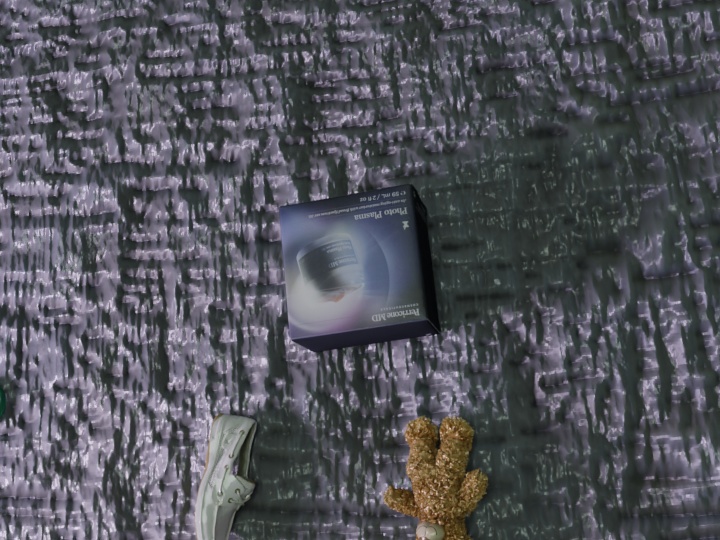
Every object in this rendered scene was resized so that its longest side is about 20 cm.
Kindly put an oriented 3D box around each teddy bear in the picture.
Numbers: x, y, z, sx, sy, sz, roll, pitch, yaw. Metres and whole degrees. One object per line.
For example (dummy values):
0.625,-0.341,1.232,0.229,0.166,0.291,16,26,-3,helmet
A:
0.103,0.293,1.174,0.145,0.067,0.201,14,79,19,teddy bear

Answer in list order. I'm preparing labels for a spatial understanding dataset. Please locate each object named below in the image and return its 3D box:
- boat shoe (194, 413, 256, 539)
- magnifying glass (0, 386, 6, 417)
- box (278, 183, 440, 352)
-0.185,0.305,1.239,0.069,0.071,0.201,2,76,16,boat shoe
-0.652,0.253,1.393,0.200,0.022,0.080,-40,71,2,magnifying glass
0.000,0.000,1.244,0.199,0.123,0.199,-10,76,12,box
